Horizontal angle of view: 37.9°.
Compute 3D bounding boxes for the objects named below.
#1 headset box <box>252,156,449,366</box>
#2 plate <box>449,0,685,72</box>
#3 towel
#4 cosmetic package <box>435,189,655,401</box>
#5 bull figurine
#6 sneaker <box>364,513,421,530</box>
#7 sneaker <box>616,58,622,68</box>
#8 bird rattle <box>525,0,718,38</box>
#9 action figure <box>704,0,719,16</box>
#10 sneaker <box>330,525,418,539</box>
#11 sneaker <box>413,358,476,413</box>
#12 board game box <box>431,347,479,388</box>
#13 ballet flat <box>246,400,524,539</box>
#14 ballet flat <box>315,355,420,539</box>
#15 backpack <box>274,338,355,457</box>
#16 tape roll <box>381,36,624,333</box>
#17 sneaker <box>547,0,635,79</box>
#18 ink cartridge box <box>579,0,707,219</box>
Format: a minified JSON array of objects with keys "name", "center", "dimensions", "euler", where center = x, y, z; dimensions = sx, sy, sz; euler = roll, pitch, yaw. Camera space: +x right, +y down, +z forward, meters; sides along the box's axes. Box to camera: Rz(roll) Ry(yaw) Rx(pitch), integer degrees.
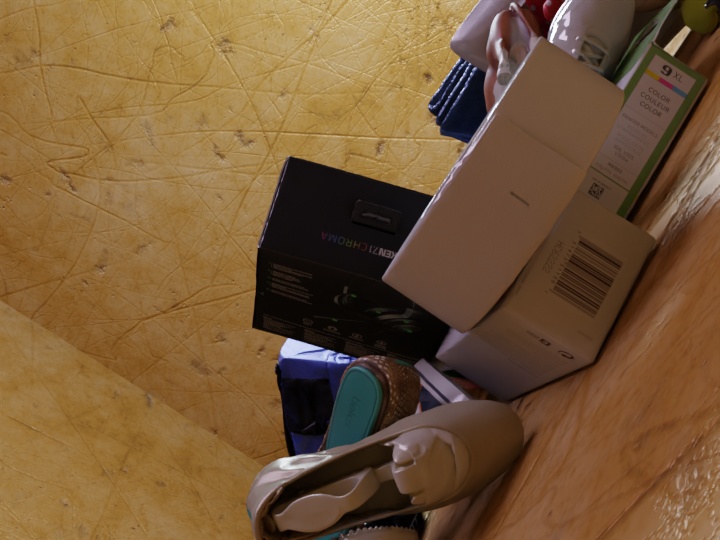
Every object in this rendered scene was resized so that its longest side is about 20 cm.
[{"name":"headset box","center":[0.000,0.000,0.924],"dimensions":[0.200,0.173,0.093],"euler":[104,-178,-65]},{"name":"plate","center":[0.224,-0.248,1.049],"dimensions":[0.200,0.199,0.032],"euler":[-51,25,23]},{"name":"towel","center":[0.181,-0.171,1.148],"dimensions":[0.112,0.199,0.049],"euler":[-56,31,27]},{"name":"cosmetic package","center":[0.128,0.025,0.772],"dimensions":[0.102,0.071,0.200],"euler":[-58,0,-17]},{"name":"bull figurine","center":[0.156,-0.155,1.021],"dimensions":[0.122,0.065,0.201],"euler":[-90,-12,-51]},{"name":"sneaker","center":[0.011,0.215,0.872],"dimensions":[0.078,0.070,0.200],"euler":[-63,-1,9]},{"name":"sneaker","center":[0.226,-0.122,1.004],"dimensions":[0.200,0.078,0.089],"euler":[-63,-16,-44]},{"name":"bird rattle","center":[0.250,-0.286,0.970],"dimensions":[0.113,0.199,0.164],"euler":[-46,-51,-64]},{"name":"action figure","center":[0.265,-0.239,0.716],"dimensions":[0.102,0.201,0.119],"euler":[-22,-27,3]},{"name":"sneaker","center":[-0.030,0.254,0.728],"dimensions":[0.200,0.069,0.100],"euler":[-40,49,40]},{"name":"sneaker","center":[0.061,0.126,0.855],"dimensions":[0.080,0.078,0.200],"euler":[-52,2,1]},{"name":"board game box","center":[0.101,0.039,1.025],"dimensions":[0.200,0.040,0.154],"euler":[154,137,-72]},{"name":"ballet flat","center":[0.015,0.141,0.704],"dimensions":[0.199,0.070,0.069],"euler":[-20,7,9]},{"name":"ballet flat","center":[-0.003,0.150,0.787],"dimensions":[0.065,0.070,0.201],"euler":[-6,-52,-47]},{"name":"backpack","center":[-0.013,0.169,1.295],"dimensions":[0.163,0.167,0.201],"euler":[-51,-38,-59]},{"name":"tape roll","center":[0.097,-0.058,0.726],"dimensions":[0.203,0.071,0.202],"euler":[-56,-1,-1]},{"name":"sneaker","center":[0.179,-0.156,0.886],"dimensions":[0.201,0.070,0.080],"euler":[-61,15,5]},{"name":"ink cartridge box","center":[0.223,-0.120,0.872],"dimensions":[0.200,0.059,0.104],"euler":[-58,0,-11]}]
